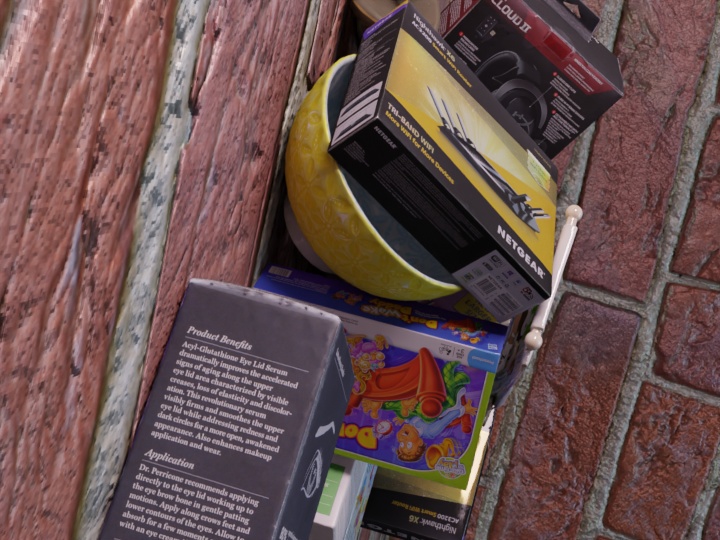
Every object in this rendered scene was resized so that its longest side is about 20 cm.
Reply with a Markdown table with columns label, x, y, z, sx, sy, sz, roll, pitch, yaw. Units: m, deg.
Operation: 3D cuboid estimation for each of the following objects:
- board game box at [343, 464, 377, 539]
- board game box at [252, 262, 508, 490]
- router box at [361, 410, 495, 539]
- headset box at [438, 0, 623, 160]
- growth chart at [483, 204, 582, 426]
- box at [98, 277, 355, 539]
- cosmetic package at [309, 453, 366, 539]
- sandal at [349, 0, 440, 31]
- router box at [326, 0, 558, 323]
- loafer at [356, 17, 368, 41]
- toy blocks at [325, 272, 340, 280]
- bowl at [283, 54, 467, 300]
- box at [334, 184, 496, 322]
| label | x | y | z | sx | sy | sz | roll | pitch | yaw |
| --- | --- | --- | --- | --- | --- | --- | --- | --- | --- |
| board game box | -0.037 | 0.184 | 1.134 | 0.105 | 0.102 | 0.202 | 85 | 21 | -66 |
| board game box | 0.006 | 0.085 | 0.922 | 0.045 | 0.198 | 0.136 | -62 | 164 | -59 |
| router box | 0.031 | 0.194 | 1.221 | 0.052 | 0.198 | 0.159 | 85 | 20 | -66 |
| headset box | 0.119 | -0.161 | 0.997 | 0.200 | 0.148 | 0.078 | -44 | -160 | 30 |
| growth chart | 0.136 | 0.045 | 0.953 | 0.201 | 0.018 | 0.146 | 109 | 2 | -58 |
| box | -0.081 | 0.128 | 0.745 | 0.148 | 0.103 | 0.202 | 81 | 25 | -69 |
| cosmetic package | -0.042 | 0.142 | 1.019 | 0.085 | 0.106 | 0.202 | 91 | 14 | -54 |
| sandal | 0.041 | -0.263 | 0.975 | 0.054 | 0.079 | 0.201 | 112 | -6 | -49 |
| router box | 0.071 | -0.083 | 0.872 | 0.052 | 0.200 | 0.158 | -29 | -149 | 33 |
| loafer | 0.041 | -0.215 | 1.092 | 0.200 | 0.069 | 0.071 | 49 | 55 | -80 |
| toy blocks | 0.000 | 0.000 | 1.171 | 0.200 | 0.099 | 0.139 | 46 | 47 | -80 |
| bowl | 0.004 | -0.056 | 0.907 | 0.107 | 0.200 | 0.201 | -30 | -159 | 34 |
| box | 0.063 | -0.046 | 1.092 | 0.097 | 0.175 | 0.201 | -43 | -167 | 34 |
